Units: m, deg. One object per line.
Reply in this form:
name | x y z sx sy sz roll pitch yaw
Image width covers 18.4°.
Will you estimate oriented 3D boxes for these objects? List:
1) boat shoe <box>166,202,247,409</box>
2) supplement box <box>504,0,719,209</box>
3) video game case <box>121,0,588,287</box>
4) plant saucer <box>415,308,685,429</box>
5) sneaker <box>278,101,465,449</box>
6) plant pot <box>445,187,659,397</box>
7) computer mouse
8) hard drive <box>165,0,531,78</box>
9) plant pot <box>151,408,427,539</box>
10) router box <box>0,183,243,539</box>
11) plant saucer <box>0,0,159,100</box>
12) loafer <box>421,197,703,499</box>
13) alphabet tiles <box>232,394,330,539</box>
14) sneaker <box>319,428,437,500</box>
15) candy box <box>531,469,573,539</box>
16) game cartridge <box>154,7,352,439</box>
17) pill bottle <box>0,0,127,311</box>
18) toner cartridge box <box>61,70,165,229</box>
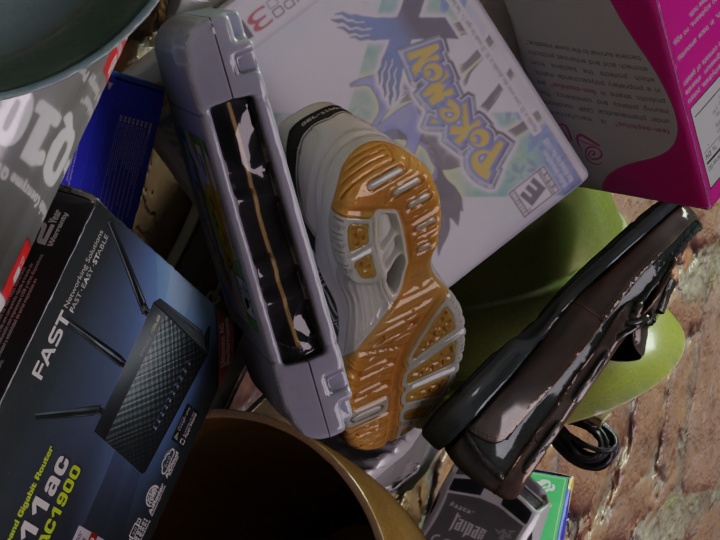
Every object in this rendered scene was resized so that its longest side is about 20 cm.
boat shoe | -0.067 0.008 1.194 0.072 0.060 0.202 30 76 -60
supplement box | 0.146 -0.144 1.169 0.103 0.101 0.200 -45 132 -33
video game case | -0.001 -0.072 1.153 0.182 0.022 0.200 -38 114 -6
plant saucer | 0.096 0.041 1.355 0.200 0.200 0.031 -38 124 -48
sneaker | 0.000 0.000 1.126 0.076 0.088 0.200 -23 134 -24
plant pot | 0.063 -0.053 1.295 0.200 0.200 0.190 -39 122 -47
computer mouse | 0.074 0.153 1.354 0.200 0.110 0.044 -60 165 -18
hard drive | 0.008 -0.168 1.168 0.200 0.027 0.132 15 88 -23
plant pot | -0.031 0.172 1.134 0.200 0.186 0.187 20 84 -65
router box | -0.145 0.077 0.999 0.150 0.062 0.200 45 64 -55
plant saucer | -0.165 -0.153 0.868 0.200 0.200 0.036 -66 -176 -19
loafer | 0.119 0.041 1.189 0.200 0.063 0.072 -42 176 -19
alphabet tiles | -0.079 0.164 1.211 0.166 0.006 0.200 -44 129 -14
sneaker | 0.009 0.119 1.357 0.200 0.075 0.082 -34 129 -51
candy box | 0.080 0.252 1.441 0.200 0.077 0.169 -74 173 -51
game cartridge | -0.054 -0.026 1.060 0.133 0.040 0.200 -136 -150 -79
pill bottle | -0.183 -0.043 0.917 0.114 0.114 0.200 46 62 -56
toner cartridge box | -0.156 -0.001 1.054 0.095 0.043 0.200 12 91 -62
